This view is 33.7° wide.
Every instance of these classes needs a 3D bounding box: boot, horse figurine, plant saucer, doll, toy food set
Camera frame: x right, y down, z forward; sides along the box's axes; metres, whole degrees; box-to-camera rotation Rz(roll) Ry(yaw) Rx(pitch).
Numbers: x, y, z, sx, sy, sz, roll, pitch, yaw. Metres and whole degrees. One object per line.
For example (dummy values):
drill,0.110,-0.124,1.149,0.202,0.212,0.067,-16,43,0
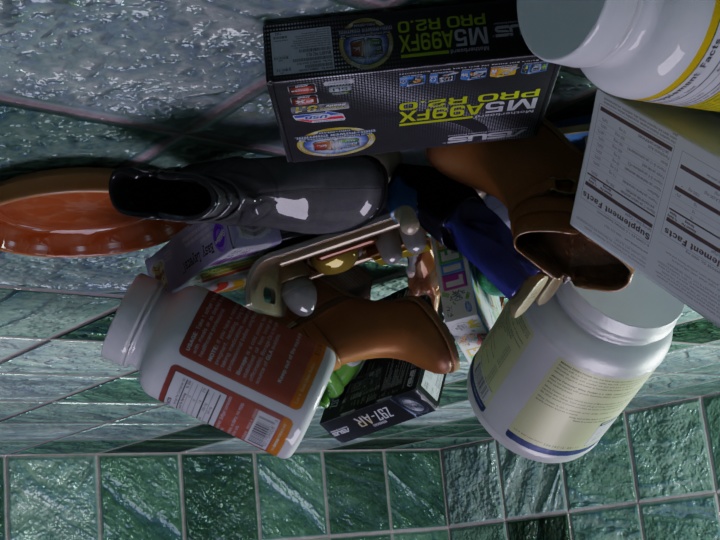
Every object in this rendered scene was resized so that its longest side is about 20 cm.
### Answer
boot,0.129,-0.056,0.911,0.198,0.074,0.155,13,-146,13
boot,-0.013,0.073,1.194,0.155,0.200,0.077,-31,142,-31
horse figurine,0.106,0.022,1.385,0.199,0.134,0.050,-2,-168,-44
plant saucer,-0.253,-0.053,1.076,0.198,0.033,0.200,-6,167,-1
boot,-0.088,-0.057,0.940,0.198,0.071,0.131,-3,-176,23
doll,0.074,-0.045,0.982,0.136,0.200,0.049,-21,146,-50
toy food set,0.000,0.000,1.108,0.198,0.061,0.143,-17,171,8

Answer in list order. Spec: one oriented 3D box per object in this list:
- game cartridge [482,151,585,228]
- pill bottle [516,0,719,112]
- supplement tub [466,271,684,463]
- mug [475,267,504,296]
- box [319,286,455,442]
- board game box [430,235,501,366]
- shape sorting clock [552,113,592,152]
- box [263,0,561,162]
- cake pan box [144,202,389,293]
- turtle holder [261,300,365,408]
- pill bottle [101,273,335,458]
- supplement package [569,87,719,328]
game cartridge,0.192,-0.062,1.054,0.199,0.041,0.133,-24,155,34
pill bottle,0.195,-0.152,0.695,0.198,0.114,0.112,3,164,-29
supplement tub,0.196,0.067,1.093,0.144,0.146,0.201,0,139,-24
mug,0.216,-0.022,1.219,0.151,0.116,0.185,-13,164,28
box,0.042,0.105,1.474,0.159,0.201,0.044,-26,121,36
board game box,0.118,0.033,1.249,0.034,0.136,0.200,-15,149,12
shape sorting clock,0.180,-0.096,1.066,0.198,0.040,0.200,-5,166,-1
box,0.036,-0.132,0.850,0.198,0.045,0.160,-6,166,0
cake pan box,-0.086,-0.028,1.147,0.183,0.053,0.200,-11,170,-35
turtle holder,-0.058,0.083,1.467,0.141,0.132,0.186,39,165,2
pill bottle,-0.132,0.083,1.101,0.199,0.113,0.112,26,162,-3
supplement package,0.274,-0.066,0.812,0.199,0.156,0.112,-20,132,-31
